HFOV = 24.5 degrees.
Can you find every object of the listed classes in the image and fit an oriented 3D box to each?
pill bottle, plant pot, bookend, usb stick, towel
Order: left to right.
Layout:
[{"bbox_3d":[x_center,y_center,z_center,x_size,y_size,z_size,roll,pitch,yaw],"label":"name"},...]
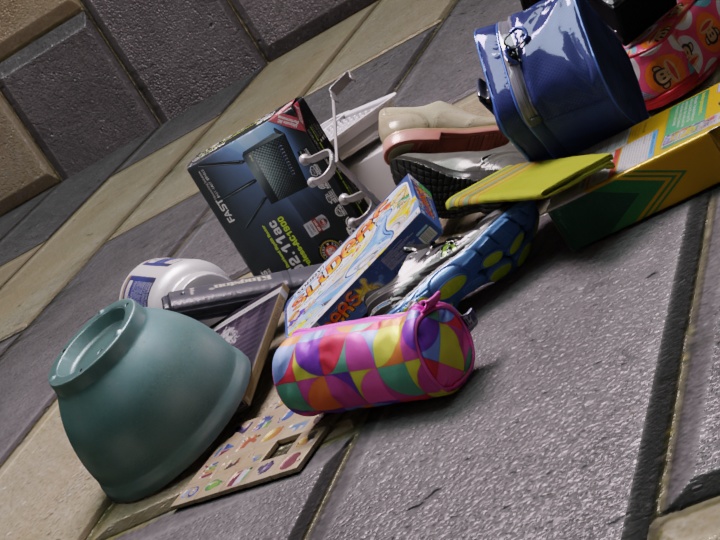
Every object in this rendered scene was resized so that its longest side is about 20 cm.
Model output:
[{"bbox_3d":[-0.228,0.114,1.677,0.200,0.134,0.201,-35,23,18],"label":"plant pot"},{"bbox_3d":[-0.211,0.042,1.989,0.111,0.111,0.200,-38,16,-18],"label":"pill bottle"},{"bbox_3d":[-0.123,0.026,1.866,0.199,0.033,0.056,-11,28,-7],"label":"usb stick"},{"bbox_3d":[0.157,-0.081,1.568,0.086,0.018,0.200,-30,11,-20],"label":"towel"},{"bbox_3d":[0.257,-0.306,1.805,0.092,0.200,0.199,-39,58,-6],"label":"bookend"}]

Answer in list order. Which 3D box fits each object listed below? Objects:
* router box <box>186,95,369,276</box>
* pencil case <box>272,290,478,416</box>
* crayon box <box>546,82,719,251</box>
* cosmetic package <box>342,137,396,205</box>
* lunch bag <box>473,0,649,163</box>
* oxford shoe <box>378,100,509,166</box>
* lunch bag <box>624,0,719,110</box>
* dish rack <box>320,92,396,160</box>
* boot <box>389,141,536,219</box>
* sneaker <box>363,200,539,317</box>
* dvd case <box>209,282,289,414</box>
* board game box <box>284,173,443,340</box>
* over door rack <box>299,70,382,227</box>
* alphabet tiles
[{"bbox_3d":[-0.085,-0.079,1.925,0.149,0.200,0.062,-28,11,19],"label":"router box"},{"bbox_3d":[0.011,0.076,1.457,0.200,0.089,0.088,-17,22,43],"label":"pencil case"},{"bbox_3d":[0.277,-0.102,1.539,0.199,0.052,0.126,-27,16,25],"label":"crayon box"},{"bbox_3d":[-0.020,-0.084,2.041,0.200,0.085,0.108,-31,11,10],"label":"cosmetic package"},{"bbox_3d":[0.192,-0.177,1.645,0.132,0.200,0.136,-24,59,21],"label":"lunch bag"},{"bbox_3d":[0.116,-0.163,1.872,0.199,0.074,0.071,-1,-34,-19],"label":"oxford shoe"},{"bbox_3d":[0.325,-0.247,1.839,0.200,0.082,0.176,-44,18,-33],"label":"lunch bag"},{"bbox_3d":[-0.044,-0.148,2.054,0.171,0.044,0.200,-36,10,-27],"label":"dish rack"},{"bbox_3d":[0.141,-0.113,1.802,0.199,0.068,0.131,12,40,41],"label":"boot"},{"bbox_3d":[0.085,-0.011,1.578,0.199,0.071,0.083,-37,48,-8],"label":"sneaker"},{"bbox_3d":[-0.152,0.107,1.762,0.148,0.016,0.200,-31,24,29],"label":"dvd case"},{"bbox_3d":[0.000,0.000,1.715,0.200,0.034,0.135,-47,16,12],"label":"board game box"},{"bbox_3d":[0.005,-0.109,1.872,0.066,0.148,0.200,-32,28,28],"label":"over door rack"},{"bbox_3d":[-0.074,0.147,1.571,0.167,0.008,0.200,-22,18,38],"label":"alphabet tiles"}]
